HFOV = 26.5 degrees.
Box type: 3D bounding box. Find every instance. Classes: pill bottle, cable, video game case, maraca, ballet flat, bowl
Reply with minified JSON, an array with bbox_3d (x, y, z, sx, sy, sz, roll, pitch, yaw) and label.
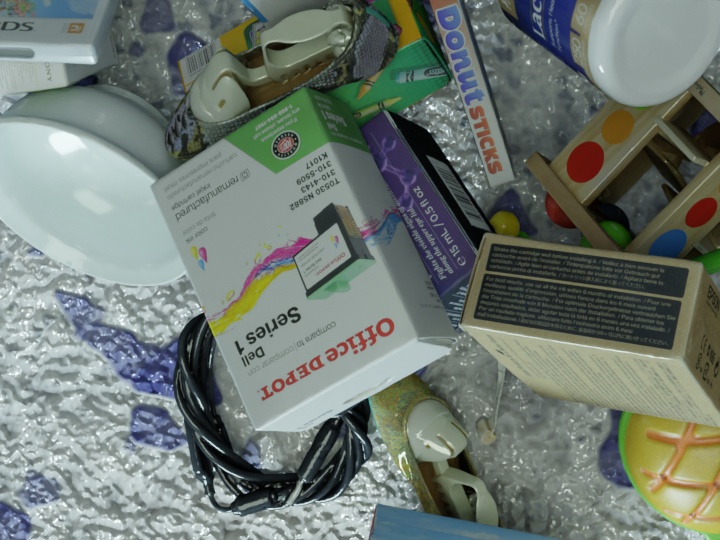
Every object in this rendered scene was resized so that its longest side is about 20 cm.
[{"bbox_3d":[0.164,-0.210,1.107,0.114,0.200,0.117,-16,127,-22],"label":"pill bottle"},{"bbox_3d":[-0.074,0.108,1.290,0.161,0.051,0.203,-6,101,8],"label":"cable"},{"bbox_3d":[-0.267,-0.233,1.178,0.179,0.202,0.022,3,138,7],"label":"video game case"},{"bbox_3d":[0.291,0.160,1.227,0.136,0.107,0.201,-33,107,23],"label":"maraca"},{"bbox_3d":[-0.071,-0.147,1.119,0.198,0.072,0.073,-24,98,15],"label":"ballet flat"},{"bbox_3d":[-0.207,-0.084,1.224,0.198,0.091,0.202,17,149,10],"label":"bowl"},{"bbox_3d":[0.071,0.165,1.272,0.070,0.071,0.202,-21,101,11],"label":"ballet flat"}]

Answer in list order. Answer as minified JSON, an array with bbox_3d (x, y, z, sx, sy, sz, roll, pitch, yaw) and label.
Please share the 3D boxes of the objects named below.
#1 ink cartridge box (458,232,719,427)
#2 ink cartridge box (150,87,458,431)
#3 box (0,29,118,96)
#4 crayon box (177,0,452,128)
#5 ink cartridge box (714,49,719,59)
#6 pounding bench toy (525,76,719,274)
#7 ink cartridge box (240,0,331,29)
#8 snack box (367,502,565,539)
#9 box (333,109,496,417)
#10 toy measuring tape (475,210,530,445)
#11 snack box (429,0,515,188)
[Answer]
[{"bbox_3d":[0.183,0.046,1.111,0.163,0.200,0.076,9,76,26],"label":"ink cartridge box"},{"bbox_3d":[-0.041,-0.004,1.099,0.144,0.084,0.202,-30,76,18],"label":"ink cartridge box"},{"bbox_3d":[-0.306,-0.158,1.214,0.197,0.144,0.037,-6,103,8],"label":"box"},{"bbox_3d":[-0.039,-0.155,1.190,0.198,0.120,0.058,-28,140,12],"label":"crayon box"},{"bbox_3d":[0.297,-0.278,1.161,0.199,0.057,0.163,-33,96,17],"label":"ink cartridge box"},{"bbox_3d":[0.240,-0.042,1.126,0.156,0.201,0.124,-46,137,14],"label":"pounding bench toy"},{"bbox_3d":[-0.077,-0.296,1.134,0.125,0.128,0.201,-36,72,7],"label":"ink cartridge box"},{"bbox_3d":[0.080,0.297,1.264,0.166,0.068,0.202,9,131,6],"label":"snack box"},{"bbox_3d":[0.000,0.000,1.184,0.199,0.104,0.149,-39,72,15],"label":"box"},{"bbox_3d":[0.094,0.047,1.248,0.072,0.074,0.203,11,111,5],"label":"toy measuring tape"},{"bbox_3d":[0.079,-0.168,1.175,0.024,0.072,0.202,-16,114,9],"label":"snack box"}]
